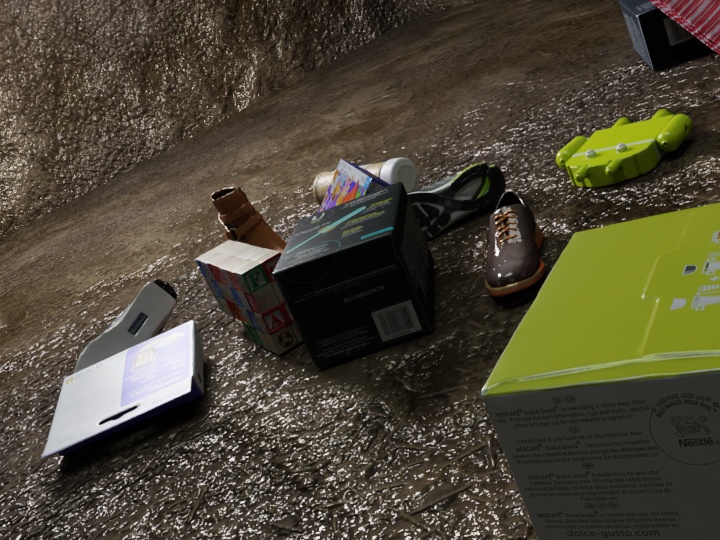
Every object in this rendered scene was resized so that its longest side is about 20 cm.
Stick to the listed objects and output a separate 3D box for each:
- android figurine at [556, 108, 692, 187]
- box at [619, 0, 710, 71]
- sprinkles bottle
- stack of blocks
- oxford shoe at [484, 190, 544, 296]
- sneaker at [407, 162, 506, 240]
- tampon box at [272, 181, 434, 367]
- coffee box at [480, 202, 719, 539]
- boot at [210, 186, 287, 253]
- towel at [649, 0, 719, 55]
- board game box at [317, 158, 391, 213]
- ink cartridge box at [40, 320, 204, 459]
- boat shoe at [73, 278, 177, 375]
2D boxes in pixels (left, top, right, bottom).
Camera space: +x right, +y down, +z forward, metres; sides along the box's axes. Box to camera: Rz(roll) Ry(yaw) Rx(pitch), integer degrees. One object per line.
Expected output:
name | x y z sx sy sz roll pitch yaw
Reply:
android figurine | 0.357 -0.167 1.342 0.181 0.041 0.200 -6 24 42
box | 0.563 -0.450 1.756 0.147 0.108 0.200 -19 20 13
sprinkles bottle | 0.006 -0.146 1.666 0.199 0.069 0.068 -4 27 46
stack of blocks | -0.141 0.031 1.288 0.058 0.116 0.200 -30 18 -20
oxford shoe | 0.171 -0.032 1.141 0.071 0.073 0.200 -18 20 16
sneaker | 0.111 -0.092 1.413 0.199 0.074 0.081 -22 4 -2
tampon box | 0.000 0.000 1.179 0.149 0.127 0.200 -19 18 13
coffee box | 0.218 0.085 0.562 0.199 0.199 0.200 -11 22 34
boot | -0.146 -0.055 1.464 0.076 0.156 0.200 -32 20 -24
towel | 0.580 -0.463 1.626 0.145 0.200 0.022 -46 -20 4
board game box | -0.014 -0.079 1.422 0.135 0.045 0.200 -67 18 7
ink cartridge box | -0.291 0.157 1.230 0.197 0.044 0.200 -24 23 2
boat shoe | -0.337 0.110 1.412 0.200 0.075 0.093 -51 -3 -29
